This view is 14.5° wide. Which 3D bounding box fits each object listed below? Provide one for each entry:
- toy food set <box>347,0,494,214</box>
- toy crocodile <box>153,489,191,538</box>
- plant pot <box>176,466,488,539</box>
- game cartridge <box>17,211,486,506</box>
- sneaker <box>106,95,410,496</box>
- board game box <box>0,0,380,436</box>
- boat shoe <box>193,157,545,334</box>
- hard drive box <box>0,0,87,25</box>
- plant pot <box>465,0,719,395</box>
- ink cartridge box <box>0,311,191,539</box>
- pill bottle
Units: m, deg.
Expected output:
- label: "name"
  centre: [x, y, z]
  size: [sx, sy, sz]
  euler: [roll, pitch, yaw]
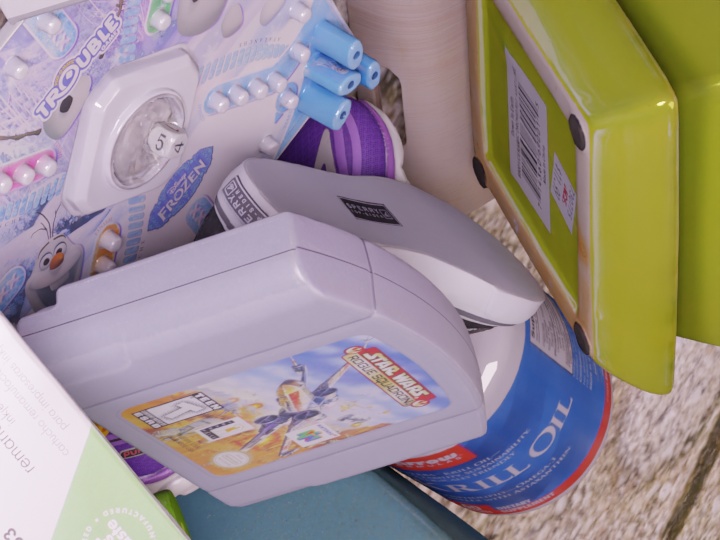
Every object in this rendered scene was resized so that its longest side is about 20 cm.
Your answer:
- label: "toy food set"
  centre: [0.078, -0.125, 1.306]
  size: [0.199, 0.060, 0.144]
  euler: [-34, 141, -24]
- label: "toy crocodile"
  centre: [-0.112, 0.098, 1.123]
  size: [0.067, 0.062, 0.200]
  euler: [-19, 164, 4]
- label: "plant pot"
  centre: [0.001, 0.166, 1.286]
  size: [0.142, 0.199, 0.141]
  euler: [-58, 150, -2]
- label: "game cartridge"
  centre: [-0.029, 0.038, 1.087]
  size: [0.200, 0.132, 0.042]
  euler: [41, 39, -60]
- label: "sneaker"
  centre: [-0.053, 0.005, 1.194]
  size: [0.201, 0.080, 0.083]
  euler: [-55, 140, -12]
- label: "board game box"
  centre: [-0.081, -0.049, 1.064]
  size: [0.200, 0.026, 0.200]
  euler: [-53, 153, -9]
- label: "boat shoe"
  centre: [0.000, 0.000, 1.150]
  size: [0.199, 0.069, 0.057]
  euler: [14, 121, -52]
- label: "hard drive box"
  centre: [-0.051, -0.182, 0.893]
  size: [0.077, 0.199, 0.156]
  euler: [-90, 159, -44]
- label: "plant pot"
  centre: [0.150, -0.079, 1.199]
  size: [0.180, 0.200, 0.201]
  euler: [-18, 137, -11]
- label: "ink cartridge box"
  centre: [-0.170, 0.116, 0.971]
  size: [0.200, 0.067, 0.117]
  euler: [-41, 105, -6]
- label: "pill bottle"
  centre: [0.036, 0.041, 1.319]
  size: [0.113, 0.112, 0.200]
  euler: [-59, 149, -1]
